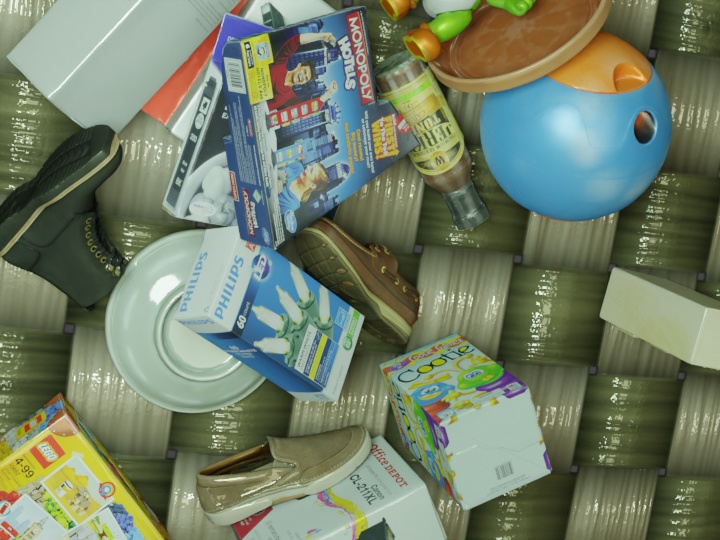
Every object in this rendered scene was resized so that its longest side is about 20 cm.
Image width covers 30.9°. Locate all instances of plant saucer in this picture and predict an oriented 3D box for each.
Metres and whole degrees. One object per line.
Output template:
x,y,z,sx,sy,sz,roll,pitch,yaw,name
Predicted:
-0.166,0.059,1.366,0.198,0.050,0.202,-4,104,-18,plant saucer
0.162,-0.250,1.329,0.200,0.200,0.032,-38,128,-7,plant saucer

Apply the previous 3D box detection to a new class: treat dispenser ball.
0.225,-0.152,1.368,0.199,0.201,0.203,-4,104,-18,treat dispenser ball

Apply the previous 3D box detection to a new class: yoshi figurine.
0.123,-0.300,1.309,0.199,0.112,0.113,-35,142,-5,yoshi figurine

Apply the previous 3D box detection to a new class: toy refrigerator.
0.354,0.057,1.459,0.075,0.200,0.071,11,99,-21,toy refrigerator

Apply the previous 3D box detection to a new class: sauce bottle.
0.081,-0.137,1.396,0.064,0.065,0.201,-34,110,-9,sauce bottle

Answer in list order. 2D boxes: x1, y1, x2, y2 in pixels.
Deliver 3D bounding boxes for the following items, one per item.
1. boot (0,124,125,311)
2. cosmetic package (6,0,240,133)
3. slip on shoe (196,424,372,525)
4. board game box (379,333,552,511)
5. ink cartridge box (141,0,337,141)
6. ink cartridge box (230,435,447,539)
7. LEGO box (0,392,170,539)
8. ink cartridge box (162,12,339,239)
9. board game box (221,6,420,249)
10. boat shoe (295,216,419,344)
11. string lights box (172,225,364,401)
-0.260,-0.048,1.267,0.138,0.078,0.199,38,132,-26,boot
-0.221,-0.231,1.233,0.200,0.081,0.113,-45,153,-1,cosmetic package
-0.084,0.208,1.417,0.199,0.076,0.061,-21,115,-5,slip on shoe
0.108,0.157,1.398,0.104,0.200,0.104,-21,108,-12,board game box
-0.139,-0.223,1.315,0.173,0.044,0.201,33,90,-23,ink cartridge box
-0.028,0.277,1.410,0.199,0.146,0.083,-25,112,-12,ink cartridge box
-0.310,0.255,1.347,0.149,0.077,0.201,-36,111,-7,LEGO box
-0.083,-0.135,1.308,0.197,0.043,0.201,9,106,-42,ink cartridge box
-0.037,-0.149,1.266,0.199,0.061,0.202,-23,116,-35,board game box
0.001,0.000,1.388,0.200,0.072,0.068,48,62,-41,boat shoe
-0.091,0.048,1.334,0.200,0.059,0.103,37,61,-40,string lights box
